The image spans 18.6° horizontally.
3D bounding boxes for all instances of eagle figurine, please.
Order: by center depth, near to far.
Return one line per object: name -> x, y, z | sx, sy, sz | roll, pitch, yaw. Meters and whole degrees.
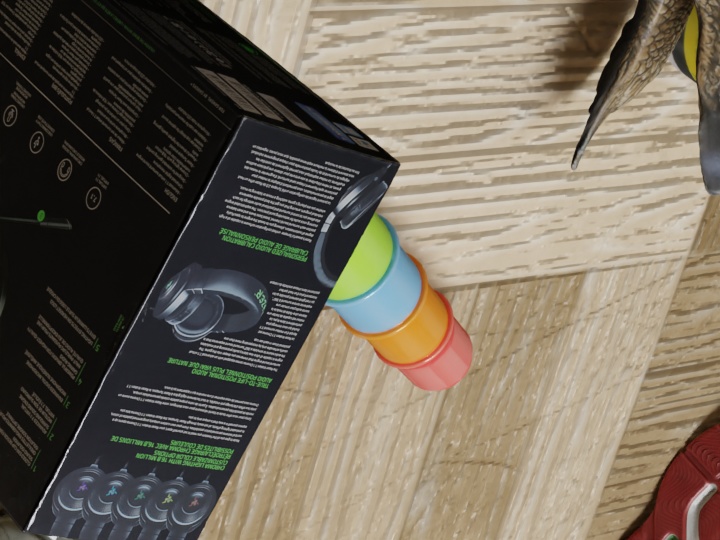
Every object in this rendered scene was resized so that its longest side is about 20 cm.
eagle figurine -> 0.163, -0.141, 1.063 | 0.150, 0.152, 0.201 | -9, 116, 8

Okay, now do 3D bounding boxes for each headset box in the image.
headset box -> -0.106, -0.006, 0.896 | 0.093, 0.174, 0.200 | 15, 109, -45

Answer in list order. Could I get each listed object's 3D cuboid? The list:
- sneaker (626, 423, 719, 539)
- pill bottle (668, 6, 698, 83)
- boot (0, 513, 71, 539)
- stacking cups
sneaker -> 0.239, 0.169, 1.435 | 0.200, 0.078, 0.115 | -45, 150, 14
pill bottle -> 0.256, -0.108, 1.121 | 0.114, 0.200, 0.115 | -23, 134, -26
boot -> -0.163, 0.123, 1.041 | 0.130, 0.068, 0.200 | -36, 146, -22
stacking cups -> 0.000, 0.000, 1.097 | 0.061, 0.060, 0.200 | -46, 145, -4
